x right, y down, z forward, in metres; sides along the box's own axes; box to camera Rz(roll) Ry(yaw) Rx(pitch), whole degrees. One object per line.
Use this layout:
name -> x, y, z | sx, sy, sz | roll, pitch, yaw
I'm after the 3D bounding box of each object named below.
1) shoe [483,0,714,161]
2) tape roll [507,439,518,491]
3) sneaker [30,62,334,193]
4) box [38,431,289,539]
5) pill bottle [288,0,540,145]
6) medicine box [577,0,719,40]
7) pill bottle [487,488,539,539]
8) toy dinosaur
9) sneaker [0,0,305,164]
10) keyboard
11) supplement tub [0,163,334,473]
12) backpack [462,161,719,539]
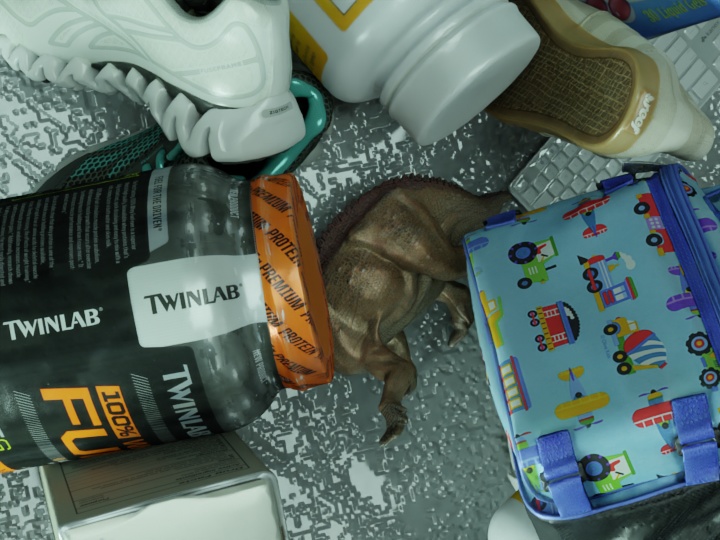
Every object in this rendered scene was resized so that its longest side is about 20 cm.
shoe -> 0.107, -0.095, 0.787 | 0.053, 0.200, 0.070 | 12, 108, -24
tape roll -> 0.180, 0.083, 0.886 | 0.203, 0.037, 0.203 | 0, 92, -15
sneaker -> -0.095, -0.045, 0.786 | 0.200, 0.091, 0.078 | -38, 99, -10
box -> -0.095, 0.117, 0.733 | 0.095, 0.200, 0.078 | -13, 99, -12
pill bottle -> -0.007, -0.159, 0.769 | 0.109, 0.109, 0.200 | -39, 81, -10
medicine box -> 0.105, -0.216, 0.784 | 0.200, 0.182, 0.103 | 40, 82, -12
pill bottle -> 0.137, 0.129, 0.804 | 0.200, 0.104, 0.104 | -42, 100, -10
toy dinosaur -> 0.000, 0.000, 0.819 | 0.136, 0.086, 0.200 | 46, 76, -4
sneaker -> -0.105, -0.120, 0.744 | 0.075, 0.200, 0.081 | -31, 135, -44
keyboard -> 0.164, -0.101, 0.891 | 0.056, 0.011, 0.200 | 43, 82, -11
supplement tub -> -0.118, 0.021, 0.710 | 0.200, 0.123, 0.123 | -11, 94, 4
backpack -> 0.163, 0.037, 0.705 | 0.200, 0.183, 0.135 | -15, 140, 12
